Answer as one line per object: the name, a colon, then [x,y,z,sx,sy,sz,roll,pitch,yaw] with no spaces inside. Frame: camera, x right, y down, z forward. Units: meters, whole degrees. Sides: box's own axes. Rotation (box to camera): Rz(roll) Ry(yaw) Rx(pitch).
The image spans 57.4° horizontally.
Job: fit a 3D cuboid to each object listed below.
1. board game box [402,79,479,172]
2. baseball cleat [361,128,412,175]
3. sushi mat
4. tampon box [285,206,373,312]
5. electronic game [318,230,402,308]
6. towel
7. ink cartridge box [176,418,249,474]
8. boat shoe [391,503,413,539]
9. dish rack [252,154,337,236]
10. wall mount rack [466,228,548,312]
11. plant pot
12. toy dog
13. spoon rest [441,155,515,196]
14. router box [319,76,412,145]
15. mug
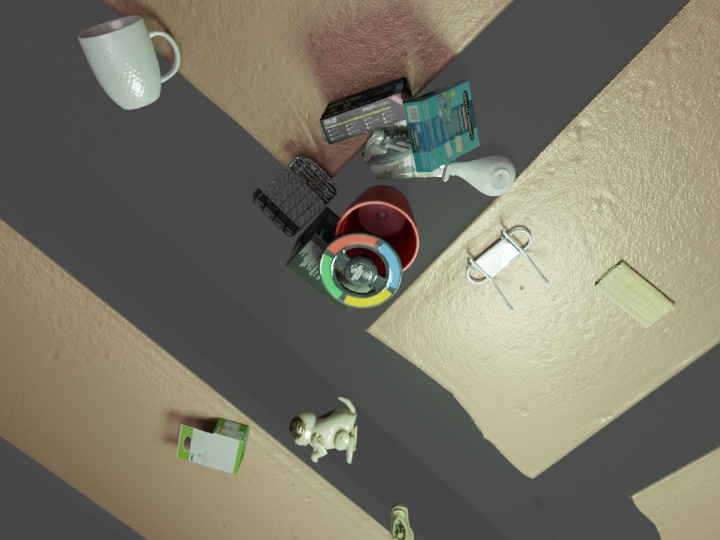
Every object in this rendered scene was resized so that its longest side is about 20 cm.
board game box: [0.182,-0.320,1.449,0.047,0.199,0.152,5,118,42]
baseball cleat: [0.089,-0.303,1.521,0.199,0.070,0.107,-34,107,22]
sushi mat: [0.707,0.064,1.695,0.199,0.012,0.096,36,117,-12]
tampon box: [-0.061,-0.027,1.662,0.200,0.150,0.126,39,119,-14]
electronic game: [0.000,0.000,1.533,0.198,0.042,0.202,3,119,6]
towel: [0.127,-0.296,1.574,0.198,0.031,0.151,-2,115,10]
ink cartridge box: [-0.462,0.537,2.058,0.198,0.076,0.149,16,119,0]
boat shoe: [0.131,0.861,2.153,0.071,0.076,0.202,-8,117,11]
dish rack: [-0.162,-0.190,1.649,0.200,0.055,0.153,-40,108,22]
wall mount rack: [0.371,-0.002,1.667,0.174,0.075,0.200,41,116,-14]
plant pot: [0.047,-0.109,1.593,0.198,0.178,0.202,3,118,5]
toy dog: [-0.114,0.472,1.947,0.198,0.140,0.196,4,105,5]
spoon rest: [0.279,-0.230,1.557,0.198,0.061,0.100,4,115,-22]
router box: [0.016,-0.361,1.479,0.198,0.150,0.063,-15,115,14]
mug: [-0.511,-0.477,1.501,0.199,0.148,0.176,-25,125,-14]
